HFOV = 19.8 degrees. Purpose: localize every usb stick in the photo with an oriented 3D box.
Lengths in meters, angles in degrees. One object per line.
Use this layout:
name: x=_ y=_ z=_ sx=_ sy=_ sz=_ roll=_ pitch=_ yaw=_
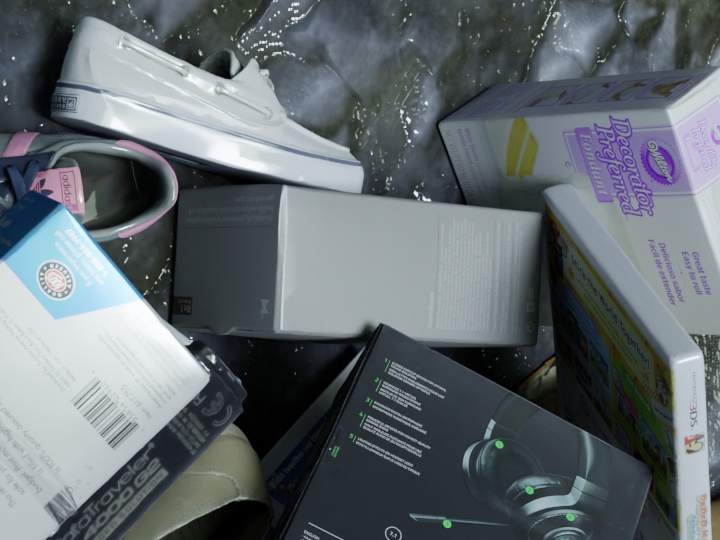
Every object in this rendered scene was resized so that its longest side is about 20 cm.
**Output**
usb stick: x=-0.139 y=0.119 z=1.043 sx=0.200 sy=0.033 sz=0.056 roll=-46 pitch=127 yaw=-12

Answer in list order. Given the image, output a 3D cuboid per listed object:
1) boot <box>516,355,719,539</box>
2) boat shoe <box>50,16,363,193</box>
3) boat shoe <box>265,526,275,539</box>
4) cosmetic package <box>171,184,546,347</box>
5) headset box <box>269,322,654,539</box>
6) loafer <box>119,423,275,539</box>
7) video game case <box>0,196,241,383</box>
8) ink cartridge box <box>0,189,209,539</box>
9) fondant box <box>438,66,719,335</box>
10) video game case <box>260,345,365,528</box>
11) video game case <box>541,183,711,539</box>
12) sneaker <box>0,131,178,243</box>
boot: x=0.204 y=0.128 z=1.377 sx=0.175 sy=0.066 sz=0.201 roll=-35 pitch=111 yaw=-34
boat shoe: x=-0.074 y=-0.088 z=1.135 sx=0.199 sy=0.073 sz=0.066 roll=16 pitch=85 yaw=-40
boat shoe: x=-0.021 y=0.161 z=1.190 sx=0.200 sy=0.072 sz=0.066 roll=-48 pitch=157 yaw=-47
cosmetic package: x=0.000 y=0.000 z=1.178 sx=0.199 sy=0.106 sz=0.091 roll=8 pitch=85 yaw=-41
headset box: x=0.043 y=0.149 z=1.087 sx=0.173 sy=0.093 sz=0.201 roll=27 pitch=50 yaw=-2
loafer: x=-0.119 y=0.168 z=1.078 sx=0.201 sy=0.068 sz=0.076 roll=-53 pitch=131 yaw=-4
video game case: x=-0.166 y=0.066 z=1.050 sx=0.144 sy=0.018 sz=0.200 roll=-52 pitch=132 yaw=-3
ink cartridge box: x=-0.184 y=0.073 z=0.964 sx=0.200 sy=0.068 sz=0.116 roll=-43 pitch=111 yaw=-11
fondant box: x=0.151 y=-0.040 z=1.241 sx=0.058 sy=0.199 sz=0.145 roll=-34 pitch=111 yaw=-34
video game case: x=0.045 y=0.145 z=1.172 sx=0.199 sy=0.018 sz=0.143 roll=38 pitch=45 yaw=6
video game case: x=0.152 y=0.074 z=1.176 sx=0.023 sy=0.200 sz=0.183 roll=-14 pitch=122 yaw=-9
sneaker: x=-0.183 y=-0.040 z=1.038 sx=0.199 sy=0.082 sz=0.071 roll=-12 pitch=96 yaw=-39
